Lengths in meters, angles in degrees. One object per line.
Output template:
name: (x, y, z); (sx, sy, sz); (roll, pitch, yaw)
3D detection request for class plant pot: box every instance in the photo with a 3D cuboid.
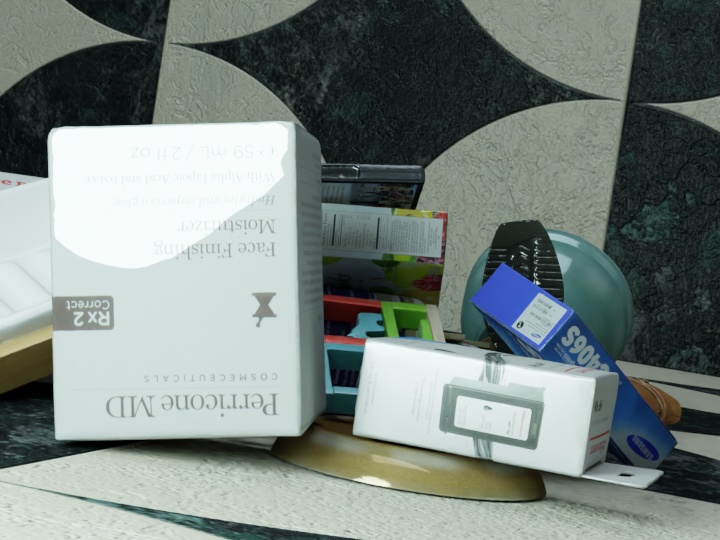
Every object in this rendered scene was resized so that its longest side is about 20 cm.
plant pot: (0.036, 0.130, 1.200); (0.198, 0.028, 0.200); (10, 1, 0)
plant pot: (0.198, 0.072, 1.898); (0.198, 0.202, 0.134); (9, 28, 15)

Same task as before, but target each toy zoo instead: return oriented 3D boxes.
toy zoo: (-0.030, 0.062, 1.290); (0.198, 0.021, 0.132); (6, 33, -10)

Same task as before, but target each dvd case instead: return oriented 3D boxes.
dvd case: (-0.052, -0.057, 1.402); (0.198, 0.018, 0.143); (1, -19, -5)

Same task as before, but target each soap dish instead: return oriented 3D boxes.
soap dish: (-0.254, 0.010, 1.291); (0.157, 0.082, 0.199); (37, 38, 28)

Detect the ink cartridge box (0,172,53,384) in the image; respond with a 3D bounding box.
ink cartridge box: (-0.308, -0.001, 1.441); (0.144, 0.085, 0.201); (8, 32, -14)

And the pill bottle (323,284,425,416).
pill bottle: (-0.049, 0.067, 1.396); (0.198, 0.117, 0.116); (9, 1, -8)

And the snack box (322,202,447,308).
snack box: (0.000, 0.000, 1.450); (0.141, 0.054, 0.200); (5, -19, 2)

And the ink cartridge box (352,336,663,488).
ink cartridge box: (0.107, 0.094, 1.146); (0.198, 0.069, 0.116); (10, 2, 16)

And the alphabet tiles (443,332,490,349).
alphabet tiles: (0.026, 0.068, 1.590); (0.165, 0.006, 0.200); (7, -9, -11)

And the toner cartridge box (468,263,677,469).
toner cartridge box: (0.172, 0.082, 1.349); (0.200, 0.043, 0.095); (47, -5, -40)

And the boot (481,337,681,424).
boot: (0.228, 0.127, 1.782); (0.154, 0.074, 0.199); (6, 15, -47)

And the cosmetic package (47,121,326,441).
cosmetic package: (-0.112, 0.007, 1.138); (0.163, 0.202, 0.165); (-2, 0, 4)

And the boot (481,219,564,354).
boot: (0.155, 0.059, 1.587); (0.077, 0.202, 0.138); (-3, -5, 6)

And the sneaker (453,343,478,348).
sneaker: (0.027, 0.105, 1.519); (0.111, 0.078, 0.199); (3, -6, -38)
